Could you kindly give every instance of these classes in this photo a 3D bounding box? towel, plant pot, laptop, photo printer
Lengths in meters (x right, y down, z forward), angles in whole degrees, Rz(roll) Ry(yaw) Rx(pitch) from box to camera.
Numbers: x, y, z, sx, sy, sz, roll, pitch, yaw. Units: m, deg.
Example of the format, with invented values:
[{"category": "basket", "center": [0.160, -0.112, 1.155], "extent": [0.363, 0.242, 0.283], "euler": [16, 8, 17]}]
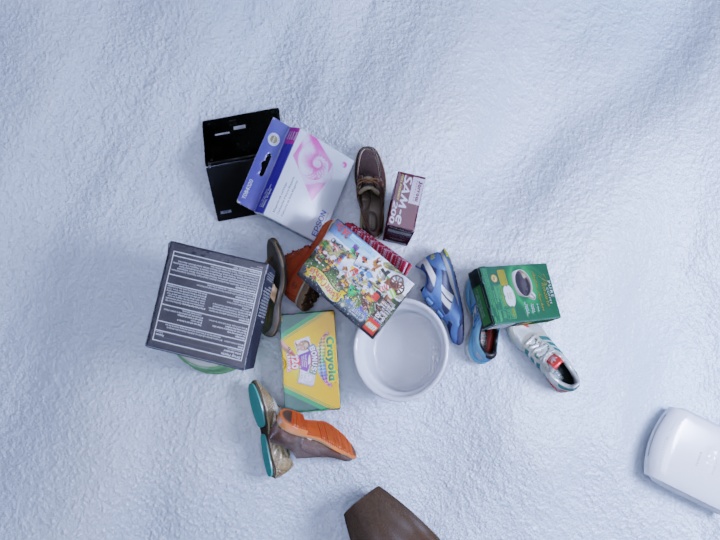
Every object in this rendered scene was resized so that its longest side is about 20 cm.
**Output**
[{"category": "towel", "center": [0.000, 0.000, 1.496], "extent": [0.199, 0.022, 0.146], "euler": [35, 92, 37]}, {"category": "plant pot", "center": [0.058, 0.542, 1.432], "extent": [0.186, 0.187, 0.201], "euler": [-37, 71, -5]}, {"category": "laptop", "center": [-0.245, -0.234, 1.580], "extent": [0.173, 0.104, 0.204], "euler": [-10, 59, -3]}, {"category": "photo printer", "center": [0.696, 0.390, 1.505], "extent": [0.196, 0.069, 0.169], "euler": [26, 84, 1]}]

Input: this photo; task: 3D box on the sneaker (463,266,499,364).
[{"category": "sneaker", "center": [0.267, 0.093, 1.511], "extent": [0.076, 0.090, 0.206], "euler": [-1, 85, -14]}]

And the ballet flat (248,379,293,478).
[{"category": "ballet flat", "center": [-0.182, 0.323, 1.502], "extent": [0.064, 0.070, 0.205], "euler": [-10, 86, -29]}]

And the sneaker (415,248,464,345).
[{"category": "sneaker", "center": [0.173, 0.061, 1.529], "extent": [0.080, 0.074, 0.205], "euler": [-14, 84, 7]}]

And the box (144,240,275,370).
[{"category": "box", "center": [-0.283, 0.070, 1.388], "extent": [0.195, 0.123, 0.204], "euler": [13, 83, 2]}]

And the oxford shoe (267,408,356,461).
[{"category": "oxford shoe", "center": [-0.098, 0.351, 1.479], "extent": [0.197, 0.072, 0.074], "euler": [30, 107, -21]}]

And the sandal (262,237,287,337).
[{"category": "sandal", "center": [-0.193, 0.036, 1.487], "extent": [0.053, 0.081, 0.205], "euler": [3, 102, -32]}]

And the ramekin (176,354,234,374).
[{"category": "ramekin", "center": [-0.305, 0.113, 1.495], "extent": [0.194, 0.098, 0.206], "euler": [0, 84, -1]}]

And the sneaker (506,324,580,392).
[{"category": "sneaker", "center": [0.387, 0.171, 1.509], "extent": [0.070, 0.093, 0.201], "euler": [-40, 86, -5]}]

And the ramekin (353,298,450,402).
[{"category": "ramekin", "center": [0.091, 0.164, 1.477], "extent": [0.195, 0.098, 0.206], "euler": [-3, 80, 17]}]

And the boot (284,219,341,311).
[{"category": "boot", "center": [-0.110, -0.030, 1.508], "extent": [0.106, 0.075, 0.203], "euler": [34, 101, 26]}]

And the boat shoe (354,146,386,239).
[{"category": "boat shoe", "center": [0.022, -0.171, 1.547], "extent": [0.070, 0.072, 0.206], "euler": [0, 84, -1]}]

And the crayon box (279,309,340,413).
[{"category": "crayon box", "center": [-0.104, 0.190, 1.512], "extent": [0.115, 0.058, 0.206], "euler": [-4, 84, -2]}]

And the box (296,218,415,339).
[{"category": "box", "center": [-0.009, 0.017, 1.421], "extent": [0.199, 0.038, 0.138], "euler": [39, 92, 5]}]

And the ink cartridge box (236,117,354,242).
[{"category": "ink cartridge box", "center": [-0.133, -0.188, 1.524], "extent": [0.197, 0.043, 0.200], "euler": [26, 83, -26]}]

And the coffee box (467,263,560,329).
[{"category": "coffee box", "center": [0.320, 0.052, 1.491], "extent": [0.196, 0.044, 0.126], "euler": [-4, 73, -34]}]

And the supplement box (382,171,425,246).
[{"category": "supplement box", "center": [0.087, -0.121, 1.479], "extent": [0.059, 0.200, 0.112], "euler": [12, 83, 0]}]
